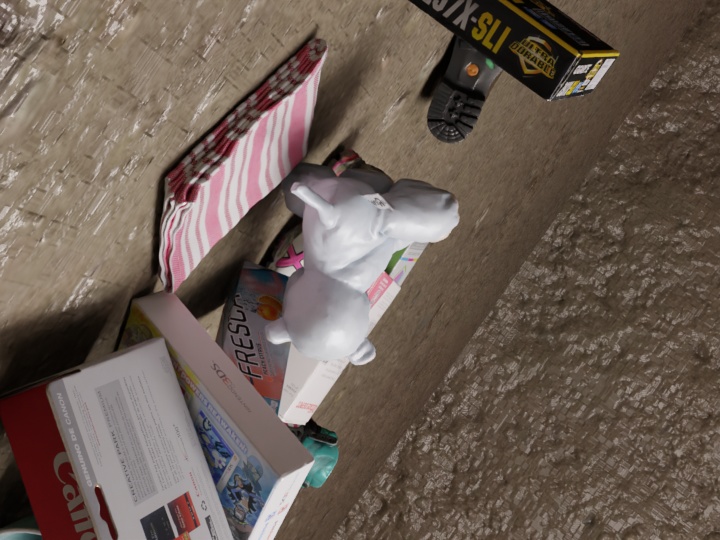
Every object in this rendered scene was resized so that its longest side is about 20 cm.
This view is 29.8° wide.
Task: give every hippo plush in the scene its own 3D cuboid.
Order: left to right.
[{"bbox_3d":[0.000,0.000,1.198,0.200,0.157,0.163,-119,-143,-78],"label":"hippo plush"}]

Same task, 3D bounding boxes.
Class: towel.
[{"bbox_3d":[-0.092,-0.082,1.096,0.200,0.030,0.147,-48,167,-30],"label":"towel"}]

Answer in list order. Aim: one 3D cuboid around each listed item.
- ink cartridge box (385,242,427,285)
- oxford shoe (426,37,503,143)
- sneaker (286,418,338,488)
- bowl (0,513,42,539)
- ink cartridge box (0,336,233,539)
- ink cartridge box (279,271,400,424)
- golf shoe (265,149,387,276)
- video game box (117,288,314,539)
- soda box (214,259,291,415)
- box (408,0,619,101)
[{"bbox_3d":[0.001,0.028,1.691,0.201,0.059,0.104,-56,168,7],"label":"ink cartridge box"},{"bbox_3d":[0.133,-0.240,1.484,0.201,0.072,0.085,-56,-175,16],"label":"oxford shoe"},{"bbox_3d":[-0.091,0.228,1.733,0.084,0.120,0.200,-56,168,12],"label":"sneaker"},{"bbox_3d":[-0.231,0.276,1.159,0.202,0.199,0.105,-62,172,34],"label":"bowl"},{"bbox_3d":[-0.185,0.168,1.000,0.083,0.202,0.175,-19,180,20],"label":"ink cartridge box"},{"bbox_3d":[-0.049,0.070,1.553,0.201,0.082,0.147,-55,168,-1],"label":"ink cartridge box"},{"bbox_3d":[-0.034,-0.016,1.357,0.201,0.092,0.073,-57,169,16],"label":"golf shoe"},{"bbox_3d":[-0.140,0.147,1.126,0.047,0.200,0.183,-23,150,-40],"label":"video game box"},{"bbox_3d":[-0.103,0.083,1.235,0.201,0.063,0.069,-84,-162,-53],"label":"soda box"},{"bbox_3d":[0.103,-0.212,1.085,0.050,0.199,0.159,-56,167,21],"label":"box"}]
